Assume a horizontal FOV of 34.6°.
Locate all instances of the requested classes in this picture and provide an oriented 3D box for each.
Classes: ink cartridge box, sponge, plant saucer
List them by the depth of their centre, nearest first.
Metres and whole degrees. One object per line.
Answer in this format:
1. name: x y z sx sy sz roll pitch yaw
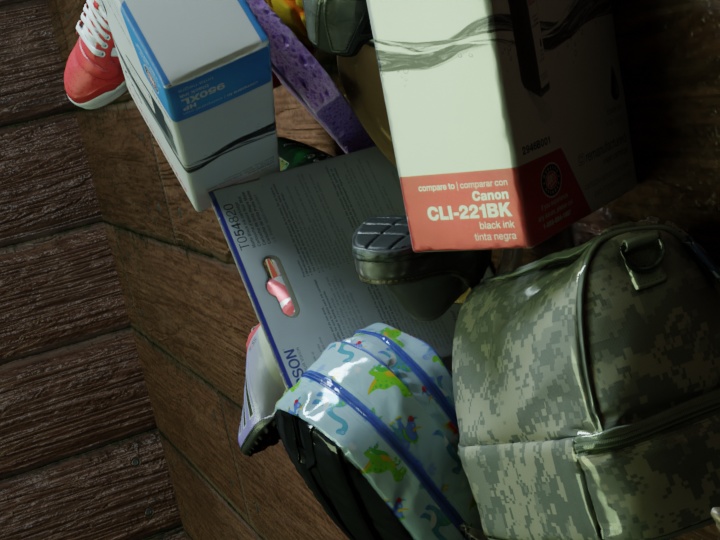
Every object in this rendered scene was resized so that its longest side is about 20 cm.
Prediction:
1. ink cartridge box: 0.082 -0.126 0.669 0.083 0.144 0.201 -2 106 39
2. plant saucer: 0.050 -0.115 0.841 0.200 0.029 0.200 42 160 19
3. ink cartridge box: -0.131 -0.157 0.887 0.145 0.084 0.200 59 168 19
4. ink cartridge box: 0.000 0.000 0.930 0.041 0.199 0.200 113 137 -61
5. sponge: -0.043 -0.154 0.969 0.112 0.030 0.200 49 -178 11

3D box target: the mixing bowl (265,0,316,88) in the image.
1. mixing bowl: -0.103 -0.236 1.066 0.108 0.200 0.201 45 149 25

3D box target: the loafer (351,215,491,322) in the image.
1. loafer: 0.048 -0.001 0.763 0.072 0.200 0.073 6 98 23

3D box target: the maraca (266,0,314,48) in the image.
1. maraca: -0.022 -0.235 0.921 0.137 0.107 0.200 51 178 -15

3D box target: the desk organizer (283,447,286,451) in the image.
1. desk organizer: 0.038 0.162 0.983 0.199 0.072 0.077 29 156 2

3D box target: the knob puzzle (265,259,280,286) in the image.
1. knob puzzle: -0.064 0.041 1.111 0.220 0.030 0.220 61 168 22

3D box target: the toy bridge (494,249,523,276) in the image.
1. toy bridge: 0.121 0.049 0.838 0.027 0.067 0.201 -153 49 -63

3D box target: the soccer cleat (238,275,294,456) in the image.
1. soccer cleat: -0.076 0.089 1.038 0.073 0.068 0.200 45 136 21

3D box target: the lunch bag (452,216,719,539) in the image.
1. lunch bag: 0.140 0.067 0.694 0.200 0.139 0.169 -26 81 69

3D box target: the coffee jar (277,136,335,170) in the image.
1. coffee jar: -0.035 -0.066 1.105 0.200 0.104 0.086 34 103 60

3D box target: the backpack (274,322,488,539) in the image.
1. backpack: 0.025 0.136 0.819 0.200 0.154 0.163 39 174 -32

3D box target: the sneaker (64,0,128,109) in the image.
1. sneaker: -0.207 -0.217 0.953 0.200 0.112 0.071 -46 72 21

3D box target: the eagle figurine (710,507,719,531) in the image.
1. eagle figurine: 0.236 0.189 0.602 0.200 0.150 0.152 53 -135 -46

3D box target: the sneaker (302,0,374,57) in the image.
1. sneaker: 0.023 -0.198 0.739 0.071 0.200 0.098 24 133 20
